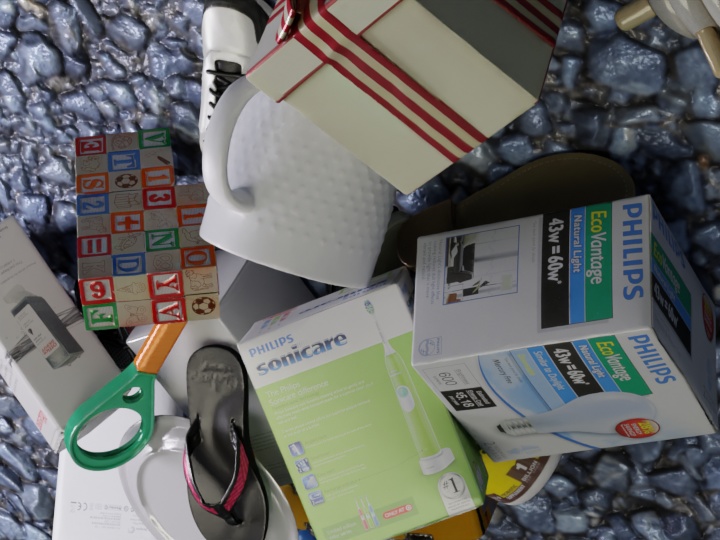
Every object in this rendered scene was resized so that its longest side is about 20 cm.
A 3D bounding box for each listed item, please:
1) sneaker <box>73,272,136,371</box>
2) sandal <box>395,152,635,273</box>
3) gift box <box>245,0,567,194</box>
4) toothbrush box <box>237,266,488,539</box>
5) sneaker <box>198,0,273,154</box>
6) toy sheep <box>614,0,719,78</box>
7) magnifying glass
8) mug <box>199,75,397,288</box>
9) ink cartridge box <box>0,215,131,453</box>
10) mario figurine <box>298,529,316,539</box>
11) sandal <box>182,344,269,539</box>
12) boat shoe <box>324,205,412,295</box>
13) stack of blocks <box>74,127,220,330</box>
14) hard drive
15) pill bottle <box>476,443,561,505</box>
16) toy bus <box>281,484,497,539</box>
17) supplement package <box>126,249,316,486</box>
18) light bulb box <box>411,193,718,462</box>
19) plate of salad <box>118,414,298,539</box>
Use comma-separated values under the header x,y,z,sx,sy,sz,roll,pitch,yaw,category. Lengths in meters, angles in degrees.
x,y,z,sx,sy,sz,roll,pitch,yaw,category
-0.243,0.033,1.878,0.080,0.075,0.200,16,134,13,sneaker
0.138,-0.039,1.647,0.211,0.078,0.070,-17,155,21,sandal
0.041,-0.206,1.469,0.187,0.185,0.200,35,131,-19,gift box
0.005,0.119,1.644,0.145,0.086,0.200,-21,98,10,toothbrush box
-0.101,-0.144,1.655,0.074,0.080,0.200,10,130,21,sneaker
0.268,-0.214,1.378,0.200,0.138,0.138,-26,115,22,toy sheep
-0.200,0.103,1.750,0.079,0.022,0.200,12,121,-35,magnifying glass
-0.053,-0.094,1.579,0.147,0.200,0.176,22,98,37,mug
-0.307,0.063,1.850,0.200,0.085,0.146,56,164,3,ink cartridge box
-0.023,0.322,2.039,0.200,0.106,0.123,58,165,-12,mario figurine
-0.127,0.166,1.737,0.075,0.045,0.201,-1,105,17,sandal
-0.002,0.001,1.741,0.066,0.074,0.200,44,154,22,boat shoe
-0.186,-0.040,1.697,0.115,0.200,0.059,-6,131,-5,stack of blocks
-0.241,0.197,1.959,0.132,0.025,0.201,2,84,25,hard drive
0.078,0.124,1.749,0.200,0.109,0.109,27,136,-17,pill bottle
0.026,0.215,1.901,0.199,0.078,0.065,2,130,24,toy bus
-0.095,0.087,1.820,0.121,0.120,0.200,-17,119,38,supplement package
0.170,0.052,1.598,0.199,0.125,0.198,-10,147,22,light bulb box
-0.139,0.211,1.832,0.200,0.048,0.200,19,132,22,plate of salad
